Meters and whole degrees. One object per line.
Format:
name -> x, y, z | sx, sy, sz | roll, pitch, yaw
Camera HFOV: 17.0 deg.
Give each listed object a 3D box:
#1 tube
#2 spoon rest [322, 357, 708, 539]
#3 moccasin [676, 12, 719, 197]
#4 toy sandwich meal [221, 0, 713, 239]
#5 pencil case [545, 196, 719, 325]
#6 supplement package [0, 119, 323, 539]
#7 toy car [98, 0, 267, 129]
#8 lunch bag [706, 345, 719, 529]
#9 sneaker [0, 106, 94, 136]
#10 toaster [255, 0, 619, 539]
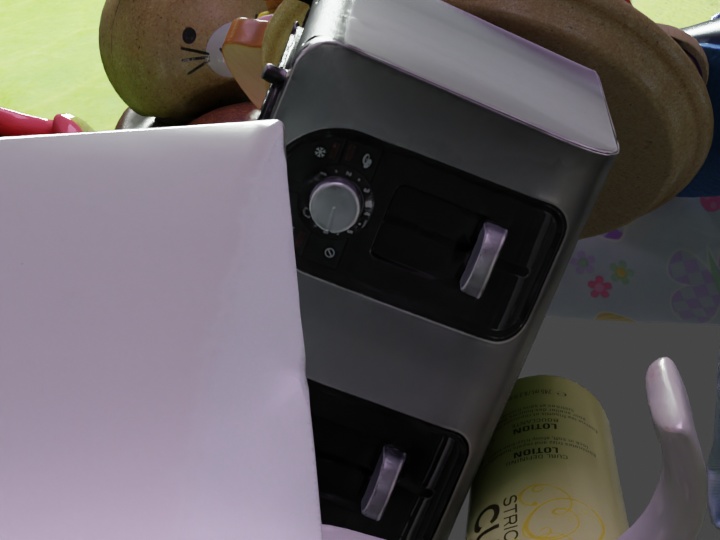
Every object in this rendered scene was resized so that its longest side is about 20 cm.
tube -> 0.062, 0.097, 0.783 | 0.052, 0.058, 0.200 | 37, 20, -11
spoon rest -> 0.016, 0.096, 0.720 | 0.199, 0.061, 0.100 | -25, 26, 14
moccasin -> 0.182, -0.076, 1.009 | 0.199, 0.081, 0.068 | -7, 20, 33
toy sandwich meal -> 0.049, -0.082, 0.980 | 0.203, 0.206, 0.071 | 3, 58, 19
pencil case -> 0.108, -0.023, 1.093 | 0.198, 0.092, 0.083 | 1, 17, 17
supplement package -> -0.108, 0.080, 0.599 | 0.198, 0.148, 0.192 | -4, 39, -3
toy car -> -0.075, -0.105, 1.203 | 0.163, 0.202, 0.157 | -14, 20, -32
lunch bag -> 0.242, 0.034, 0.825 | 0.199, 0.128, 0.169 | 15, 22, 29
sneaker -> -0.167, -0.031, 0.893 | 0.198, 0.090, 0.079 | -2, 57, 19
toaster -> 0.000, 0.000, 0.848 | 0.118, 0.182, 0.200 | 22, 15, -5
